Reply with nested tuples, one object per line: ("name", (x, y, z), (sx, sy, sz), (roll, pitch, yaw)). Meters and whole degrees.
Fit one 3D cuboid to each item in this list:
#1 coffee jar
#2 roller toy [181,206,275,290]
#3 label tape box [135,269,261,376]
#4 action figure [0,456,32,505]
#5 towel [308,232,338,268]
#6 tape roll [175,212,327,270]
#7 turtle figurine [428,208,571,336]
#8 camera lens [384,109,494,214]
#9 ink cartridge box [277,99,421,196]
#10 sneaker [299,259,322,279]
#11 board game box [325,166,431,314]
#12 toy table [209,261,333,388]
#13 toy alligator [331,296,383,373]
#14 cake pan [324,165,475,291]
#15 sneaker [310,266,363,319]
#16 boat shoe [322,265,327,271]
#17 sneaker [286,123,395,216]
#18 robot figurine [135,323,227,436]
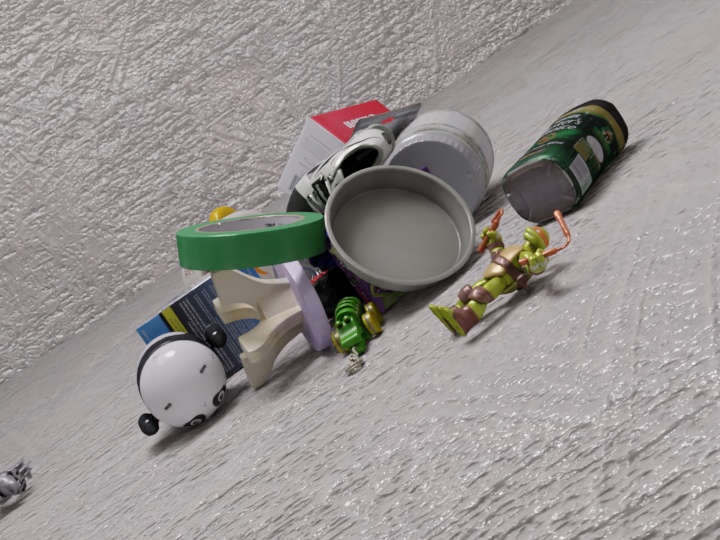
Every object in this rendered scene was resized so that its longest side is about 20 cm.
("coffee jar", (0.270, -0.146, 1.567), (0.104, 0.085, 0.200), (-24, 14, 42))
("roller toy", (-0.212, -0.003, 2.093), (0.140, 0.200, 0.182), (-25, 20, 44))
("label tape box", (-0.223, 0.086, 1.853), (0.200, 0.143, 0.066), (-35, 11, -7))
("action figure", (-0.602, 0.365, 1.972), (0.200, 0.069, 0.130), (-19, 11, 43))
("towel", (-0.017, -0.074, 1.771), (0.148, 0.050, 0.200), (-47, 11, 7))
("tape roll", (-0.146, -0.041, 1.625), (0.200, 0.048, 0.200), (-7, 9, 1))
("turtle figurine", (0.150, 0.002, 1.319), (0.161, 0.064, 0.200), (-43, 20, -6))
("camera lens", (0.119, -0.152, 1.846), (0.160, 0.160, 0.200), (-30, 11, 19))
("ink cartridge box", (-0.014, -0.199, 1.894), (0.200, 0.084, 0.176), (-25, -32, -55))
("sneaker", (-0.090, -0.009, 1.892), (0.087, 0.074, 0.200), (114, 170, -50))
("board game box", (0.055, -0.042, 1.655), (0.200, 0.120, 0.032), (-40, 7, -32))
("toy table", (-0.123, 0.059, 1.638), (0.117, 0.184, 0.200), (-22, 15, -12))
("toy alligator", (-0.012, 0.071, 1.524), (0.059, 0.054, 0.200), (-32, 11, 13))
("cake pan", (0.050, -0.052, 1.585), (0.200, 0.200, 0.037), (-41, -21, -33))
("sneaker", (0.000, 0.000, 1.766), (0.200, 0.071, 0.098), (-42, 13, -29))
("boat shoe", (-0.027, -0.004, 1.923), (0.201, 0.063, 0.073), (170, 118, -78))
("sneaker", (-0.037, -0.121, 1.679), (0.200, 0.074, 0.089), (-46, 9, 18))
("robot figurine", (-0.253, 0.154, 1.710), (0.125, 0.150, 0.200), (-2, 3, -13))
